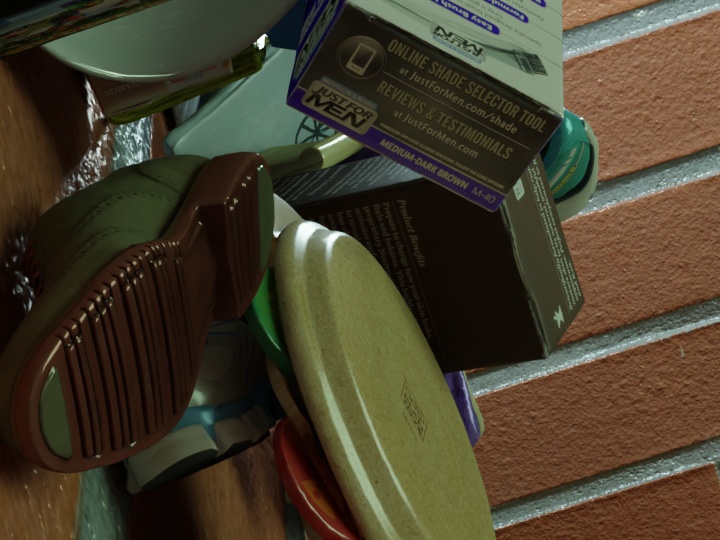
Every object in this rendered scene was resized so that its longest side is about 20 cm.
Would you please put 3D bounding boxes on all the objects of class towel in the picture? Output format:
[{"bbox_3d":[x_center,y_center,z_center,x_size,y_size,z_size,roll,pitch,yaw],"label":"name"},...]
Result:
[{"bbox_3d":[-0.093,-0.123,1.055,0.200,0.086,0.018,-95,163,-73],"label":"towel"}]

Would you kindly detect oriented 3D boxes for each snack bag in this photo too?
[{"bbox_3d":[-0.033,-0.071,1.130,0.021,0.189,0.200,31,-23,33],"label":"snack bag"}]

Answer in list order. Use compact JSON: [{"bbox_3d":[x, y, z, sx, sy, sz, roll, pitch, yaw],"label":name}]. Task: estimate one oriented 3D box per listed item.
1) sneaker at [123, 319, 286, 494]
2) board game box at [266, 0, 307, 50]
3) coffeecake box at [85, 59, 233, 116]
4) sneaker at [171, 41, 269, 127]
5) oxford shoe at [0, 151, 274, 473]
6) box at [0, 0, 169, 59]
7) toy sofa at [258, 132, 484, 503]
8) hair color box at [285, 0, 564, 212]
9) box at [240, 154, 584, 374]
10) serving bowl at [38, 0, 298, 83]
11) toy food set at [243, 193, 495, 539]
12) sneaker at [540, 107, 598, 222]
[{"bbox_3d":[-0.070,0.037,0.839,0.200,0.075,0.087,-10,77,-86],"label":"sneaker"},{"bbox_3d":[-0.025,-0.238,0.979,0.152,0.045,0.201,-49,132,-29],"label":"board game box"},{"bbox_3d":[-0.134,-0.205,0.934,0.154,0.073,0.201,-105,175,-50],"label":"coffeecake box"},{"bbox_3d":[-0.044,-0.060,1.216,0.075,0.114,0.201,-106,177,-69],"label":"sneaker"},{"bbox_3d":[-0.094,0.013,0.692,0.200,0.074,0.071,-52,143,-62],"label":"oxford shoe"},{"bbox_3d":[-0.063,-0.122,0.672,0.137,0.199,0.038,-57,129,-84],"label":"box"},{"bbox_3d":[-0.003,0.024,1.052,0.083,0.097,0.201,-33,115,-65],"label":"toy sofa"},{"bbox_3d":[0.035,-0.125,0.885,0.109,0.065,0.200,27,33,-13],"label":"hair color box"},{"bbox_3d":[0.000,0.000,0.949,0.075,0.199,0.101,-44,120,-57],"label":"box"},{"bbox_3d":[-0.094,-0.185,0.813,0.066,0.200,0.201,30,-29,43],"label":"serving bowl"},{"bbox_3d":[0.002,0.068,0.823,0.200,0.048,0.198,60,14,-27],"label":"toy food set"},{"bbox_3d":[0.041,-0.046,1.105,0.078,0.199,0.080,68,8,22],"label":"sneaker"}]
